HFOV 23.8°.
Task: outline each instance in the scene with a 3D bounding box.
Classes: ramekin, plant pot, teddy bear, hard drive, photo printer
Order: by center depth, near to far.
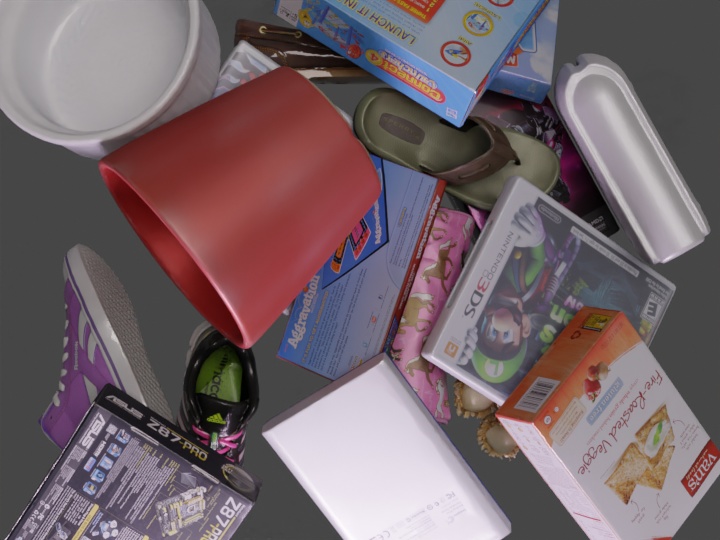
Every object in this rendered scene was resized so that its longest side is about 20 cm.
[{"bbox_3d":[-0.092,-0.064,1.444,0.177,0.200,0.201,-39,91,-13],"label":"plant pot"},{"bbox_3d":[-0.219,-0.192,1.492,0.199,0.098,0.202,-4,75,14],"label":"ramekin"},{"bbox_3d":[0.024,0.183,1.505,0.132,0.025,0.200,-31,107,16],"label":"hard drive"},{"bbox_3d":[0.243,-0.106,1.563,0.069,0.166,0.201,-29,90,8],"label":"photo printer"},{"bbox_3d":[0.161,0.081,1.566,0.145,0.067,0.201,38,74,-24],"label":"teddy bear"}]

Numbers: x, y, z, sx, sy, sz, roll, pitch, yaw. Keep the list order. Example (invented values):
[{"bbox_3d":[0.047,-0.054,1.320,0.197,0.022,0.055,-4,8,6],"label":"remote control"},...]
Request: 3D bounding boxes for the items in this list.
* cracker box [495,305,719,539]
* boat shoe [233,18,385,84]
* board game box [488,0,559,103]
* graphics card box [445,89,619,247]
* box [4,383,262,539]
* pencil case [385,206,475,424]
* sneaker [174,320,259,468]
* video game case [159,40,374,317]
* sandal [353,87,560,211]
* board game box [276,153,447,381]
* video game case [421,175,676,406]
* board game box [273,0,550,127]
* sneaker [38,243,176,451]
[{"bbox_3d":[0.224,0.149,1.502,0.134,0.058,0.200,-49,118,-20],"label":"cracker box"},{"bbox_3d":[-0.018,-0.204,1.573,0.199,0.070,0.071,-2,89,-10],"label":"boat shoe"},{"bbox_3d":[0.111,-0.261,1.586,0.150,0.037,0.201,14,59,-9],"label":"board game box"},{"bbox_3d":[0.140,-0.093,1.600,0.125,0.051,0.201,-27,89,-12],"label":"graphics card box"},{"bbox_3d":[-0.202,0.218,1.454,0.161,0.049,0.200,33,110,-3],"label":"box"},{"bbox_3d":[0.055,0.037,1.545,0.082,0.086,0.201,10,84,-24],"label":"pencil case"},{"bbox_3d":[-0.130,0.139,1.503,0.073,0.087,0.201,8,82,-9],"label":"sneaker"},{"bbox_3d":[-0.077,-0.076,1.542,0.200,0.023,0.183,34,91,-11],"label":"video game case"},{"bbox_3d":[0.089,-0.107,1.533,0.200,0.057,0.080,17,80,-17],"label":"sandal"},{"bbox_3d":[0.000,0.000,1.514,0.103,0.019,0.201,22,96,29],"label":"board game box"},{"bbox_3d":[0.172,0.044,1.521,0.200,0.023,0.182,33,77,-23],"label":"video game case"},{"bbox_3d":[0.058,-0.255,1.514,0.199,0.056,0.196,32,59,6],"label":"board game box"},{"bbox_3d":[-0.248,0.082,1.499,0.114,0.073,0.201,-28,69,15],"label":"sneaker"}]
